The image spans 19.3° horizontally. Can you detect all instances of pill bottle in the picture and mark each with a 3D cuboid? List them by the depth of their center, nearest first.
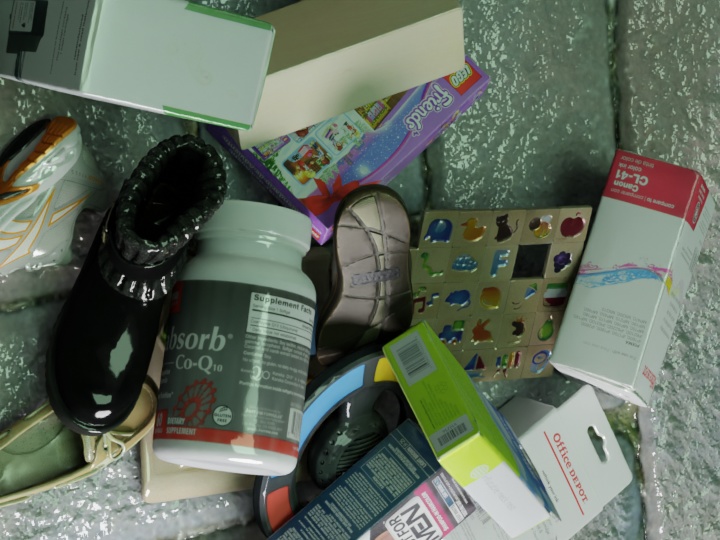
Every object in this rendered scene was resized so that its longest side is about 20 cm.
[{"bbox_3d":[-0.095,0.054,1.657,0.115,0.115,0.202,13,78,-33],"label":"pill bottle"}]

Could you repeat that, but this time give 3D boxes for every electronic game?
[{"bbox_3d":[-0.009,0.150,1.769,0.199,0.042,0.201,-28,136,-31],"label":"electronic game"}]

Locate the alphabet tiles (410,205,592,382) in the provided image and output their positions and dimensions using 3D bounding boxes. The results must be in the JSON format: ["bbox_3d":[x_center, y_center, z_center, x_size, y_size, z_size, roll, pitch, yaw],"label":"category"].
[{"bbox_3d":[0.096,0.023,1.811,0.198,0.008,0.169,-2,118,-26],"label":"alphabet tiles"}]

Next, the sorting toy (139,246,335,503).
[{"bbox_3d":[-0.098,0.086,1.745,0.184,0.036,0.202,-5,99,-32],"label":"sorting toy"}]

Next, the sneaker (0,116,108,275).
[{"bbox_3d":[-0.265,-0.020,1.605,0.200,0.075,0.092,-46,122,-18],"label":"sneaker"}]

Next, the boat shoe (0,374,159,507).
[{"bbox_3d":[-0.238,0.136,1.639,0.199,0.063,0.074,-20,101,-24],"label":"boat shoe"}]

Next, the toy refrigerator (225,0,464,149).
[{"bbox_3d":[-0.022,-0.169,1.675,0.199,0.076,0.070,-22,135,-16],"label":"toy refrigerator"}]

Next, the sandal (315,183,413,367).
[{"bbox_3d":[0.000,0.000,1.715,0.081,0.055,0.201,-8,135,-9],"label":"sandal"}]

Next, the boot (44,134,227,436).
[{"bbox_3d":[-0.171,0.011,1.593,0.079,0.158,0.213,17,71,-17],"label":"boot"}]

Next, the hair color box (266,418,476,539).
[{"bbox_3d":[-0.005,0.225,1.759,0.200,0.061,0.100,-40,145,-6],"label":"hair color box"}]

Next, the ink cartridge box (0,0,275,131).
[{"bbox_3d":[-0.177,-0.165,1.566,0.146,0.200,0.084,10,94,-32],"label":"ink cartridge box"}]

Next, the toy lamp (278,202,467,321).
[{"bbox_3d":[0.019,-0.018,1.794,0.200,0.058,0.059,37,77,-32],"label":"toy lamp"}]

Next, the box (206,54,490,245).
[{"bbox_3d":[-0.009,-0.136,1.733,0.137,0.039,0.200,45,69,7],"label":"box"}]

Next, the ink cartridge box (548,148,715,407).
[{"bbox_3d":[0.243,0.009,1.886,0.148,0.085,0.202,37,73,-74],"label":"ink cartridge box"}]

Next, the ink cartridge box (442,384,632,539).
[{"bbox_3d":[0.138,0.196,1.892,0.199,0.067,0.116,-36,114,-23],"label":"ink cartridge box"}]

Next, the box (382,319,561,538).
[{"bbox_3d":[0.093,0.137,1.749,0.047,0.122,0.200,-32,144,6],"label":"box"}]
